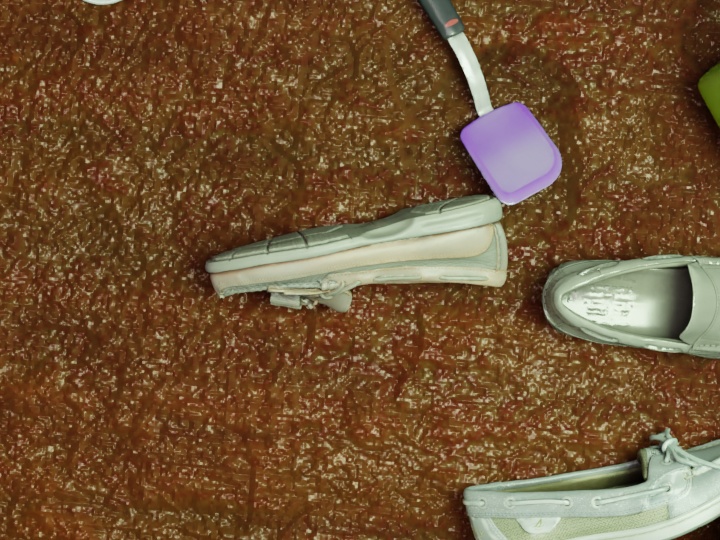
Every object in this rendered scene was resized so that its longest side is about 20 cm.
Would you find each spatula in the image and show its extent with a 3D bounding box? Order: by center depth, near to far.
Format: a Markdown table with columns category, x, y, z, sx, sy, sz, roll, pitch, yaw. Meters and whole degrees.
| category | x | y | z | sx | sy | sz | roll | pitch | yaw |
| --- | --- | --- | --- | --- | --- | --- | --- | --- | --- |
| spatula | 0.069 | -0.139 | 1.159 | 0.056 | 0.021 | 0.201 | -27 | 88 | -18 |

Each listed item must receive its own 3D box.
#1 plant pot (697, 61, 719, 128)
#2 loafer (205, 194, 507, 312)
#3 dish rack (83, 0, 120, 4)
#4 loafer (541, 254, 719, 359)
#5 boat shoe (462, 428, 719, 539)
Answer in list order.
| category | x | y | z | sx | sy | sz | roll | pitch | yaw |
| --- | --- | --- | --- | --- | --- | --- | --- | --- | --- |
| plant pot | 0.355 | -0.102 | 1.056 | 0.199 | 0.181 | 0.200 | -35 | 90 | -9 |
| loafer | 0.000 | 0.000 | 1.151 | 0.198 | 0.072 | 0.064 | -12 | 99 | 0 |
| dish rack | -0.135 | -0.287 | 1.155 | 0.199 | 0.044 | 0.173 | -25 | 92 | 4 |
| loafer | 0.217 | 0.025 | 1.139 | 0.198 | 0.070 | 0.071 | 0 | 92 | 2 |
| boat shoe | 0.168 | 0.143 | 1.147 | 0.200 | 0.074 | 0.065 | -19 | 96 | 10 |
